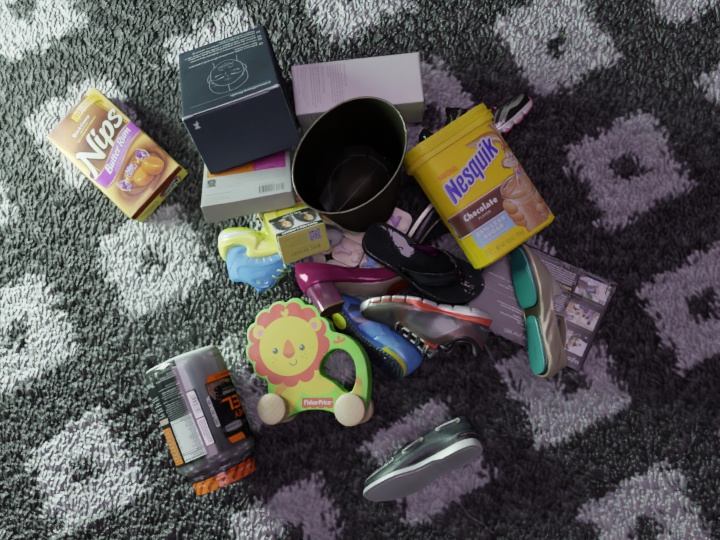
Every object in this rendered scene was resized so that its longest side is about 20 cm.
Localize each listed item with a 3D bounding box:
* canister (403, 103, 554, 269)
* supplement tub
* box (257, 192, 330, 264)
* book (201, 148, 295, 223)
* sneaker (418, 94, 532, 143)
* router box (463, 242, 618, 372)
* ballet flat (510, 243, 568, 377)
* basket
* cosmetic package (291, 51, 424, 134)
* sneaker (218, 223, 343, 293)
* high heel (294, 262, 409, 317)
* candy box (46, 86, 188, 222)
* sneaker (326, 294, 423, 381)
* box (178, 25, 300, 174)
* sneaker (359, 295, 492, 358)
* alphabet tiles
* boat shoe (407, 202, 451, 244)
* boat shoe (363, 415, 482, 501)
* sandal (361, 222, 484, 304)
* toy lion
[{"bbox_3d":[0.174,-0.121,1.038,0.148,0.087,0.200,-34,91,-6],"label":"canister"},{"bbox_3d":[-0.238,0.226,1.066,0.122,0.123,0.201,-23,84,0],"label":"supplement tub"},{"bbox_3d":[-0.113,-0.087,1.055,0.075,0.200,0.050,-19,126,-12],"label":"box"},{"bbox_3d":[-0.170,-0.158,1.077,0.133,0.048,0.201,-10,41,2],"label":"book"},{"bbox_3d":[0.177,-0.233,1.116,0.199,0.074,0.088,-32,90,4],"label":"sneaker"},{"bbox_3d":[0.275,0.048,1.094,0.199,0.051,0.150,25,88,5],"label":"router box"},{"bbox_3d":[0.271,0.056,1.041,0.069,0.069,0.201,-8,88,2],"label":"ballet flat"},{"bbox_3d":[-0.005,-0.136,1.032,0.136,0.200,0.181,38,85,11],"label":"basket"},{"bbox_3d":[-0.002,-0.277,1.113,0.199,0.108,0.085,-7,83,0],"label":"cosmetic package"},{"bbox_3d":[-0.123,-0.020,1.109,0.199,0.076,0.106,-2,101,9],"label":"sneaker"},{"bbox_3d":[0.000,0.000,1.089,0.199,0.068,0.096,-16,61,-31],"label":"high heel"},{"bbox_3d":[-0.397,-0.189,1.150,0.200,0.056,0.117,42,88,7],"label":"candy box"},{"bbox_3d":[0.014,0.087,1.107,0.200,0.066,0.078,39,52,15],"label":"sneaker"},{"bbox_3d":[-0.187,-0.264,1.073,0.148,0.107,0.200,-18,44,1],"label":"box"},{"bbox_3d":[0.093,0.087,1.042,0.199,0.077,0.082,8,80,8],"label":"sneaker"},{"bbox_3d":[-0.025,-0.075,1.140,0.195,0.015,0.201,25,87,5],"label":"alphabet tiles"},{"bbox_3d":[0.140,-0.090,1.105,0.068,0.072,0.200,42,86,10],"label":"boat shoe"},{"bbox_3d":[0.090,0.290,1.076,0.199,0.076,0.060,-26,45,9],"label":"boat shoe"},{"bbox_3d":[0.096,-0.009,1.049,0.200,0.048,0.076,25,72,-5],"label":"sandal"},{"bbox_3d":[-0.081,0.139,1.085,0.199,0.069,0.193,-2,82,16],"label":"toy lion"}]
